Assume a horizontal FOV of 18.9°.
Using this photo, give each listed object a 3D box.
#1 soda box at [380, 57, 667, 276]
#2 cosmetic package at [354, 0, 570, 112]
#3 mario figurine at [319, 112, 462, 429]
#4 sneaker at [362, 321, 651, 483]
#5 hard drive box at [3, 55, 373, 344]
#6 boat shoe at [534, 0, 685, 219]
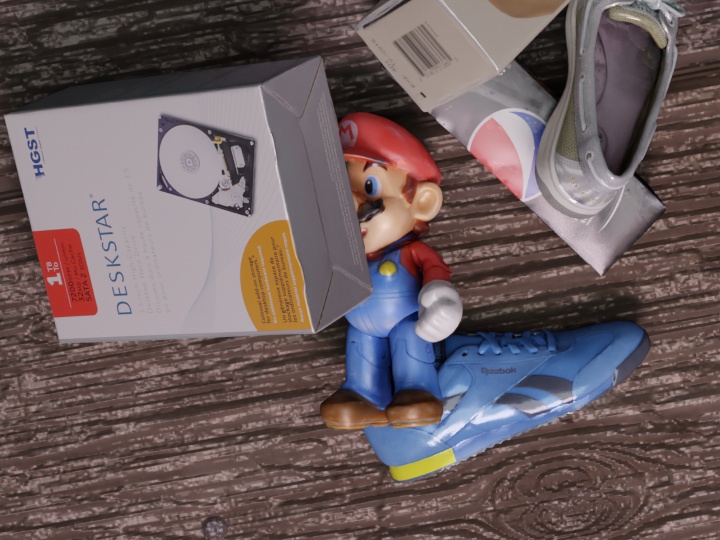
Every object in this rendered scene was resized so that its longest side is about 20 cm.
[{"bbox_3d":[0.103,-0.091,1.393,0.200,0.071,0.063,42,99,-10],"label":"soda box"},{"bbox_3d":[0.099,-0.193,1.307,0.071,0.105,0.200,48,64,-9],"label":"cosmetic package"},{"bbox_3d":[0.000,0.000,1.379,0.122,0.106,0.202,-4,88,-1],"label":"mario figurine"},{"bbox_3d":[0.093,0.067,1.435,0.199,0.066,0.079,-24,100,4],"label":"sneaker"},{"bbox_3d":[-0.107,-0.041,1.349,0.199,0.077,0.157,-4,106,33],"label":"hard drive box"},{"bbox_3d":[0.164,-0.129,1.347,0.074,0.065,0.203,29,63,-17],"label":"boat shoe"}]
